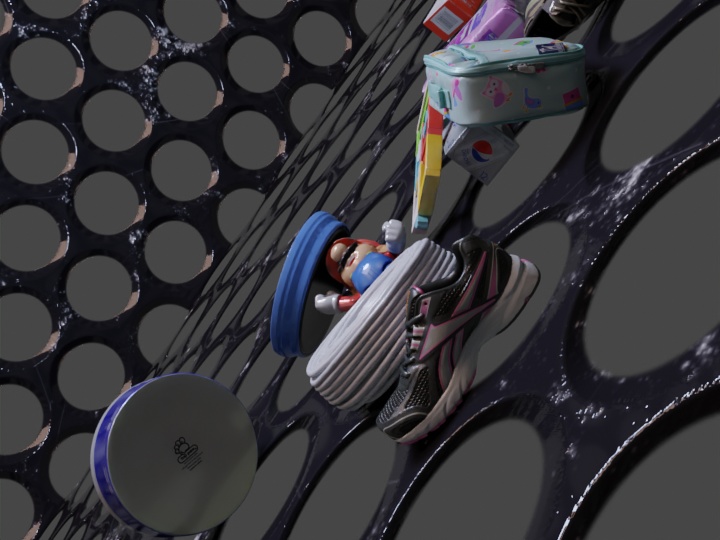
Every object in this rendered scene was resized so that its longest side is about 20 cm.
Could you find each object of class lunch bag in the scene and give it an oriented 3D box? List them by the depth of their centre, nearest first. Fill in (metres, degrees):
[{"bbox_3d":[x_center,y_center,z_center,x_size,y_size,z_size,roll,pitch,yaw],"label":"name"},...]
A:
[{"bbox_3d":[0.152,-0.211,1.078,0.200,0.159,0.078,-118,22,-73],"label":"lunch bag"}]

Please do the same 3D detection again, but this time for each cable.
[{"bbox_3d":[0.027,0.053,1.001,0.200,0.069,0.200,-51,3,3],"label":"cable"}]

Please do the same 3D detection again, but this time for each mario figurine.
[{"bbox_3d":[0.000,0.000,1.194,0.122,0.107,0.200,-21,17,-12],"label":"mario figurine"}]

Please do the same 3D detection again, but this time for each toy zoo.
[{"bbox_3d":[0.085,-0.138,1.236,0.132,0.020,0.202,99,176,-59],"label":"toy zoo"}]

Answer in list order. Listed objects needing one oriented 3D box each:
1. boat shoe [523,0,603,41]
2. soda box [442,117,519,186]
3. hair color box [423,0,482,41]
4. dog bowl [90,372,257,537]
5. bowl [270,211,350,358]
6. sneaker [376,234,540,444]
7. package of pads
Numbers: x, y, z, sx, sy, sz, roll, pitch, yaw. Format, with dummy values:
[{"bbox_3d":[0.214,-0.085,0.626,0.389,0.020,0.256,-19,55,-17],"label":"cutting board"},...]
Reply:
[{"bbox_3d":[0.265,-0.332,1.212,0.200,0.074,0.074,134,157,-65],"label":"boat shoe"},{"bbox_3d":[0.143,-0.177,1.228,0.064,0.068,0.200,-51,13,18],"label":"soda box"},{"bbox_3d":[0.212,-0.556,1.907,0.201,0.064,0.111,-61,14,-21],"label":"hair color box"},{"bbox_3d":[-0.232,0.232,1.233,0.079,0.200,0.201,-25,31,58],"label":"dog bowl"},{"bbox_3d":[-0.062,0.023,1.316,0.201,0.039,0.203,17,-90,-77],"label":"bowl"},{"bbox_3d":[0.068,0.055,0.878,0.201,0.086,0.080,-56,12,-4],"label":"sneaker"},{"bbox_3d":[0.184,-0.335,1.463,0.200,0.075,0.121,-43,14,39],"label":"package of pads"}]
